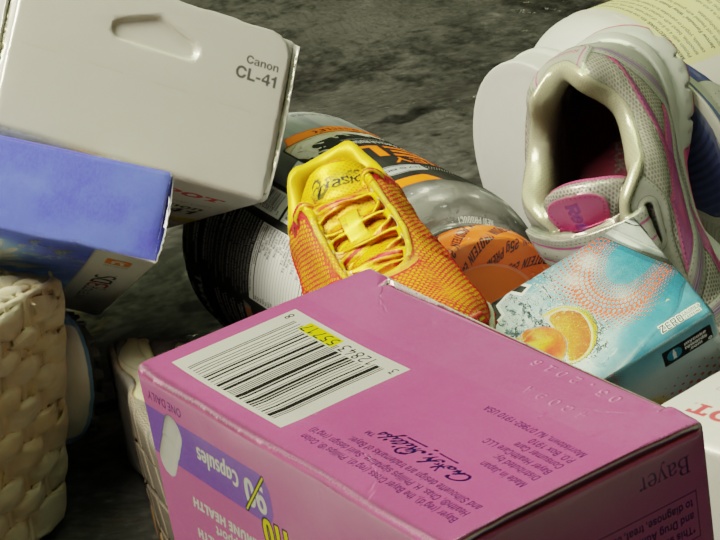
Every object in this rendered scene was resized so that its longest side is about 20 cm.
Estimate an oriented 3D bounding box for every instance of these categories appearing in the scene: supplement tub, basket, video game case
[{"bbox_3d":[0.007,0.003,1.174,0.122,0.123,0.200,-20,26,-24],"label":"supplement tub"},{"bbox_3d":[-0.212,0.074,1.043,0.123,0.136,0.200,4,12,14],"label":"basket"},{"bbox_3d":[-0.199,-0.029,1.128,0.199,0.046,0.181,12,-12,-12],"label":"video game case"},{"bbox_3d":[0.174,-0.079,1.270,0.200,0.145,0.145,-21,26,-26],"label":"supplement tub"}]

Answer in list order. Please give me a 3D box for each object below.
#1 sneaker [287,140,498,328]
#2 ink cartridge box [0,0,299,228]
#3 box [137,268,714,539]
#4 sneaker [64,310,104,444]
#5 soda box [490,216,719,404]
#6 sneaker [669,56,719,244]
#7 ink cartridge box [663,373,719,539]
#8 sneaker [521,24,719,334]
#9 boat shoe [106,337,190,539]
[{"bbox_3d":[0.000,0.000,0.981,0.073,0.077,0.200,-29,20,-4],"label":"sneaker"},{"bbox_3d":[-0.142,-0.076,1.185,0.147,0.086,0.200,15,-11,-26],"label":"ink cartridge box"},{"bbox_3d":[0.027,0.126,0.784,0.096,0.201,0.176,-23,27,-27],"label":"box"},{"bbox_3d":[-0.193,0.048,1.204,0.072,0.072,0.200,-7,11,-39],"label":"sneaker"},{"bbox_3d":[0.049,0.066,0.992,0.200,0.068,0.064,-32,51,-6],"label":"soda box"},{"bbox_3d":[0.198,-0.022,1.160,0.199,0.081,0.115,44,27,11],"label":"sneaker"},{"bbox_3d":[0.227,0.073,0.958,0.200,0.086,0.147,-25,28,-35],"label":"ink cartridge box"},{"bbox_3d":[0.114,-0.011,1.081,0.081,0.201,0.088,-22,-10,32],"label":"sneaker"},{"bbox_3d":[-0.065,0.074,1.100,0.073,0.075,0.200,-14,25,-9],"label":"boat shoe"}]
